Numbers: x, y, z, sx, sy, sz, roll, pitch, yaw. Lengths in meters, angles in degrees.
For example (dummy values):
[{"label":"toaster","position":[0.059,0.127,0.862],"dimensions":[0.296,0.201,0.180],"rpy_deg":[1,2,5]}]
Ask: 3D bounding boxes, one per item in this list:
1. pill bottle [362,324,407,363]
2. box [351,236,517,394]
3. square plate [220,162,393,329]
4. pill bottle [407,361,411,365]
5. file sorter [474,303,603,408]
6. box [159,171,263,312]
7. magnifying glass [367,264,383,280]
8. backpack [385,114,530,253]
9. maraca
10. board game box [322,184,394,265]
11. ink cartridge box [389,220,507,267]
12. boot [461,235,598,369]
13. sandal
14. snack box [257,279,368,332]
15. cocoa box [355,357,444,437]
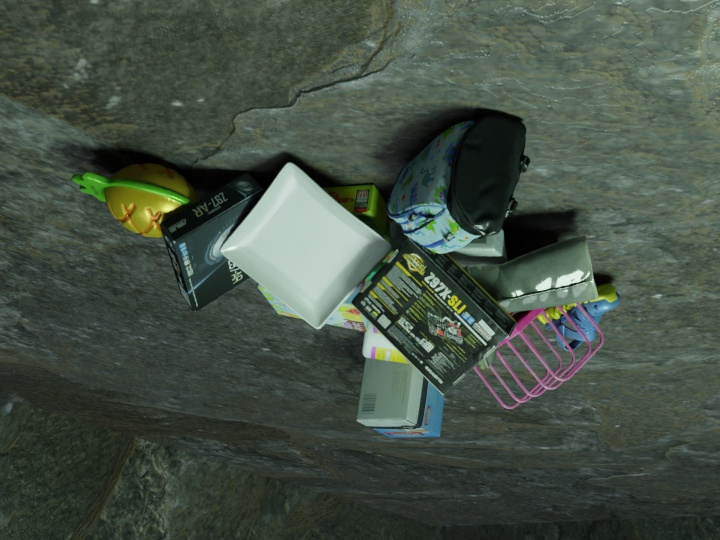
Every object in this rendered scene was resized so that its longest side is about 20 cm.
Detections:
[{"label":"pill bottle","position":[0.106,0.129,1.815],"dimensions":[0.196,0.106,0.105],"rpy_deg":[8,157,2]},{"label":"box","position":[0.103,0.061,1.359],"dimensions":[0.200,0.049,0.160],"rpy_deg":[44,125,3]},{"label":"square plate","position":[-0.082,-0.036,1.404],"dimensions":[0.199,0.029,0.198],"rpy_deg":[39,120,-8]},{"label":"pill bottle","position":[0.131,0.126,1.651],"dimensions":[0.102,0.106,0.200],"rpy_deg":[13,171,-10]},{"label":"file sorter","position":[0.296,0.135,1.590],"dimensions":[0.126,0.138,0.200],"rpy_deg":[50,152,5]},{"label":"box","position":[-0.218,-0.041,1.460],"dimensions":[0.044,0.159,0.201],"rpy_deg":[47,158,26]},{"label":"magnifying glass","position":[0.000,0.000,1.543],"dimensions":[0.197,0.023,0.080],"rpy_deg":[18,157,-16]},{"label":"backpack","position":[0.121,-0.104,1.242],"dimensions":[0.151,0.166,0.200],"rpy_deg":[19,163,-2]},{"label":"maraca","position":[-0.337,-0.111,1.424],"dimensions":[0.196,0.109,0.137],"rpy_deg":[13,163,1]},{"label":"board game box","position":[0.007,-0.064,1.483],"dimensions":[0.100,0.048,0.200],"rpy_deg":[-1,155,23]},{"label":"ink cartridge box","position":[0.145,-0.037,1.442],"dimensions":[0.160,0.058,0.200],"rpy_deg":[0,176,18]},{"label":"boot","position":[0.253,0.050,1.391],"dimensions":[0.196,0.073,0.184],"rpy_deg":[-13,117,1]},{"label":"sandal","position":[0.384,0.082,1.612],"dimensions":[0.078,0.088,0.200],"rpy_deg":[-19,171,-22]},{"label":"snack box","position":[-0.070,0.038,1.564],"dimensions":[0.166,0.069,0.200],"rpy_deg":[11,165,7]},{"label":"cocoa box","position":[0.091,0.230,1.926],"dimensions":[0.132,0.203,0.131],"rpy_deg":[-8,152,36]}]
